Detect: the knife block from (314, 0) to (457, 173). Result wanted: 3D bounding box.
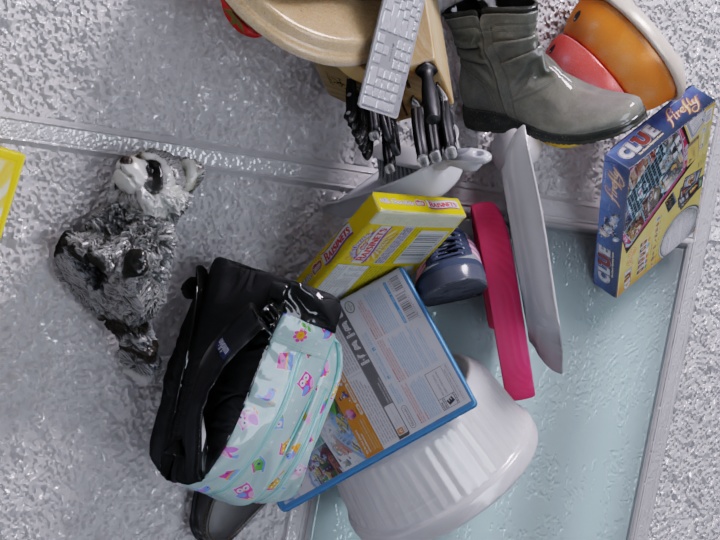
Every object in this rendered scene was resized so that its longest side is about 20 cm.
[{"bbox_3d":[0.052,-0.183,1.674,0.200,0.175,0.064,-49,142,-19],"label":"knife block"}]

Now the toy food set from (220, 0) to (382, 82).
[{"bbox_3d":[-0.050,-0.249,1.601,0.200,0.049,0.198,2,57,-35],"label":"toy food set"}]

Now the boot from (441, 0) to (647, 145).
[{"bbox_3d":[0.166,-0.192,1.759,0.068,0.200,0.131,-42,129,-44],"label":"boot"}]

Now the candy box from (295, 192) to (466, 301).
[{"bbox_3d":[0.000,0.000,1.697,0.102,0.026,0.200,5,142,-38],"label":"candy box"}]

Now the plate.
[{"bbox_3d":[0.162,-0.014,1.788,0.200,0.032,0.200,68,13,-73],"label":"plate"}]

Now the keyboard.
[{"bbox_3d":[0.037,-0.230,1.576,0.056,0.011,0.200,11,92,-59],"label":"keyboard"}]

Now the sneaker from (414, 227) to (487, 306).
[{"bbox_3d":[0.078,-0.011,1.756,0.070,0.200,0.082,-11,87,0],"label":"sneaker"}]

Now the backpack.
[{"bbox_3d":[-0.097,0.101,1.611,0.126,0.167,0.200,20,87,-28],"label":"backpack"}]

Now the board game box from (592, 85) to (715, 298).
[{"bbox_3d":[0.302,-0.080,1.944,0.135,0.035,0.200,-37,148,-26],"label":"board game box"}]

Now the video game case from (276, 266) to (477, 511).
[{"bbox_3d":[-0.015,0.106,1.683,0.200,0.018,0.143,-29,78,5],"label":"video game case"}]

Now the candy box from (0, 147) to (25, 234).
[{"bbox_3d":[-0.341,-0.011,1.493,0.102,0.026,0.200,16,91,-43],"label":"candy box"}]

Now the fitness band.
[{"bbox_3d":[0.141,0.030,1.829,0.037,0.144,0.200,-11,111,2],"label":"fitness band"}]

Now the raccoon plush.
[{"bbox_3d":[-0.187,-0.015,1.614,0.134,0.097,0.200,-54,160,-33],"label":"raccoon plush"}]

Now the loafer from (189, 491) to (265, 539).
[{"bbox_3d":[-0.086,0.167,1.721,0.073,0.072,0.200,38,77,-39],"label":"loafer"}]

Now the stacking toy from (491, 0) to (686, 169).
[{"bbox_3d":[0.209,-0.171,1.859,0.200,0.146,0.146,-42,125,-5],"label":"stacking toy"}]

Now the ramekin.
[{"bbox_3d":[0.058,0.161,1.763,0.202,0.202,0.094,-41,110,-24],"label":"ramekin"}]

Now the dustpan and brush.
[{"bbox_3d":[0.059,-0.094,1.690,0.140,0.200,0.057,-38,120,-25],"label":"dustpan and brush"}]
